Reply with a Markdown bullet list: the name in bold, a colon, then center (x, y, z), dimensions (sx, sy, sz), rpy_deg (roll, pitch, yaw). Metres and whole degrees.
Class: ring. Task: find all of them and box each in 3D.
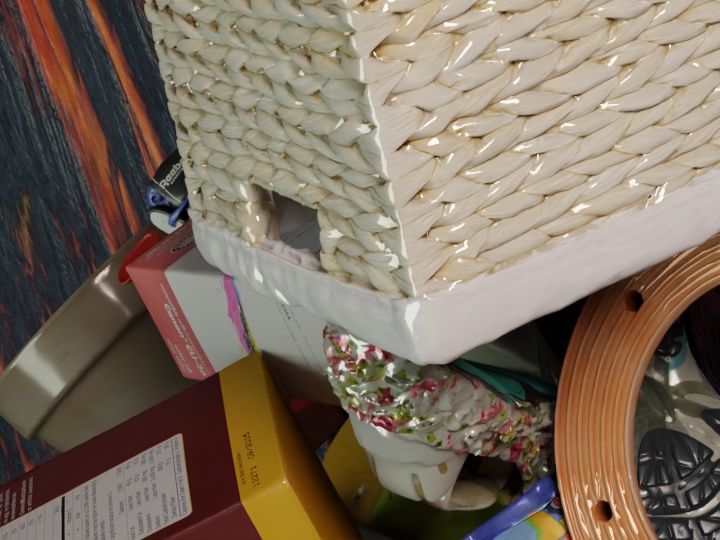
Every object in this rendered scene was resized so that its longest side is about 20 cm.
- **ring**: center (0.158, 0.064, 0.844), dimensions (0.199, 0.019, 0.202), rpy_deg (-2, 86, 39)

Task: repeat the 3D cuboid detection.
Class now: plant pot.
- **plant pot**: center (-0.109, 0.074, 1.459), dimensions (0.174, 0.200, 0.200), rpy_deg (45, 158, 3)

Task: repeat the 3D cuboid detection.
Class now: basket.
- **basket**: center (0.039, -0.089, 0.836), dimensions (0.198, 0.199, 0.162), rpy_deg (23, 135, 60)

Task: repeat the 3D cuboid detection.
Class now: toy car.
- **toy car**: center (0.058, 0.113, 1.139), dimensions (0.149, 0.176, 0.200), rpy_deg (31, 165, -15)

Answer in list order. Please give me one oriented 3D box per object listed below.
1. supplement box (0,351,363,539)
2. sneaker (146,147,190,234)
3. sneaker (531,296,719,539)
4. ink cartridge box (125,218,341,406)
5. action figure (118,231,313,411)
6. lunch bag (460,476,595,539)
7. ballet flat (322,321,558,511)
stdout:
- **supplement box**: center (-0.081, 0.182, 0.961), dimensions (0.198, 0.199, 0.133), rpy_deg (62, -177, -21)
- **sneaker**: center (-0.055, -0.018, 1.223), dimensions (0.115, 0.081, 0.199), rpy_deg (29, -174, -23)
- **sneaker**: center (0.139, 0.087, 1.009), dimensions (0.086, 0.077, 0.201), rpy_deg (91, 156, -66)
- **ink cartridge box**: center (0.000, 0.000, 1.001), dimensions (0.199, 0.116, 0.068), rpy_deg (6, 128, 56)
- **action figure**: center (-0.068, 0.052, 1.310), dimensions (0.199, 0.099, 0.065), rpy_deg (21, -161, -49)
- **lunch bag**: center (0.084, 0.199, 0.970), dimensions (0.151, 0.094, 0.200), rpy_deg (55, 170, 21)
- **ballet flat**: center (0.037, 0.063, 0.903), dimensions (0.075, 0.064, 0.200), rpy_deg (21, 179, 28)
